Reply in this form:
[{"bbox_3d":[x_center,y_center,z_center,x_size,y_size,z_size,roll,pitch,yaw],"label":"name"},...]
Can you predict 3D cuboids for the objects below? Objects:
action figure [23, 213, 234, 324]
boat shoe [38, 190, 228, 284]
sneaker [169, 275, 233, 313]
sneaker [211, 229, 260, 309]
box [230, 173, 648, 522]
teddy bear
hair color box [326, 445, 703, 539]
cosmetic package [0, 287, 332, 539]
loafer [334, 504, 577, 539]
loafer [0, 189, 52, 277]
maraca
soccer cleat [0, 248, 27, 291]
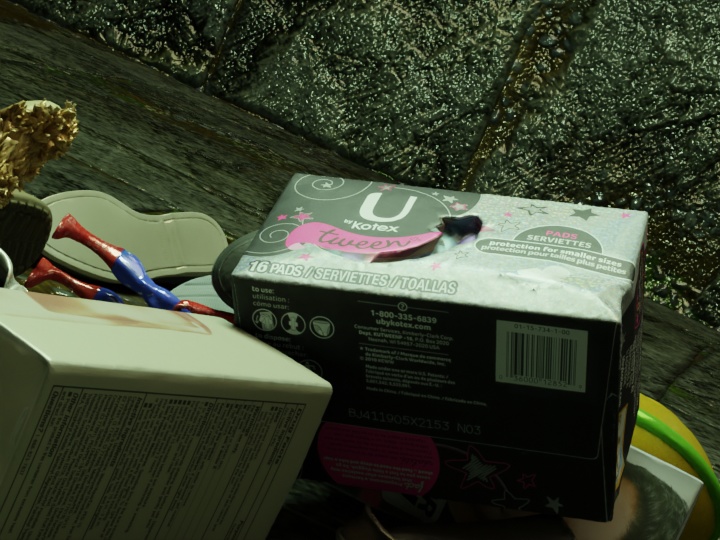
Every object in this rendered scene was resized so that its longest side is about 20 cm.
[{"bbox_3d":[-0.115,0.042,1.101,0.200,0.066,0.052,31,19,-6],"label":"action figure"},{"bbox_3d":[-0.191,-0.015,1.358,0.063,0.073,0.200,-25,-18,36],"label":"boat shoe"},{"bbox_3d":[-0.067,0.056,1.187,0.200,0.073,0.071,15,-41,46],"label":"sneaker"},{"bbox_3d":[0.000,0.000,1.053,0.199,0.076,0.079,1,-5,16],"label":"sneaker"},{"bbox_3d":[0.046,0.036,0.927,0.199,0.133,0.115,6,33,14],"label":"box"},{"bbox_3d":[-0.233,-0.030,0.928,0.145,0.067,0.200,-20,12,38],"label":"teddy bear"},{"bbox_3d":[0.089,0.123,1.020,0.199,0.099,0.061,26,-3,13],"label":"hair color box"},{"bbox_3d":[-0.117,0.073,0.800,0.087,0.104,0.200,30,9,33],"label":"cosmetic package"},{"bbox_3d":[0.083,0.154,0.922,0.199,0.071,0.073,18,10,-17],"label":"loafer"},{"bbox_3d":[-0.272,-0.043,1.036,0.067,0.076,0.200,28,0,35],"label":"loafer"},{"bbox_3d":[0.139,0.119,1.102,0.200,0.137,0.107,37,45,-7],"label":"maraca"},{"bbox_3d":[-0.199,0.025,0.927,0.068,0.085,0.200,25,9,11],"label":"soccer cleat"}]
